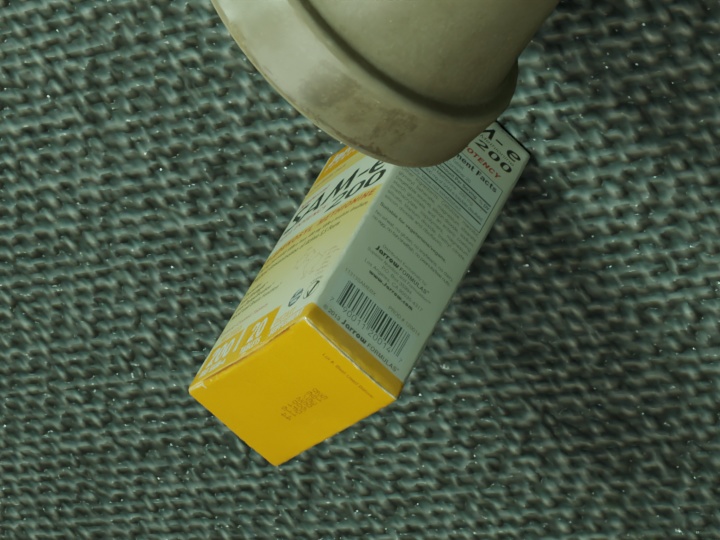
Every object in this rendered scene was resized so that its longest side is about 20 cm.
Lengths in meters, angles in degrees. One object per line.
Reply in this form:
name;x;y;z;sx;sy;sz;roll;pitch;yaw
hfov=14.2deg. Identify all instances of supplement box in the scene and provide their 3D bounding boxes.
supplement box;0.000;0.000;1.627;0.074;0.200;0.126;41;140;-14

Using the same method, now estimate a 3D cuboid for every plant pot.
plant pot;0.040;-0.179;1.442;0.200;0.200;0.175;44;124;-11
